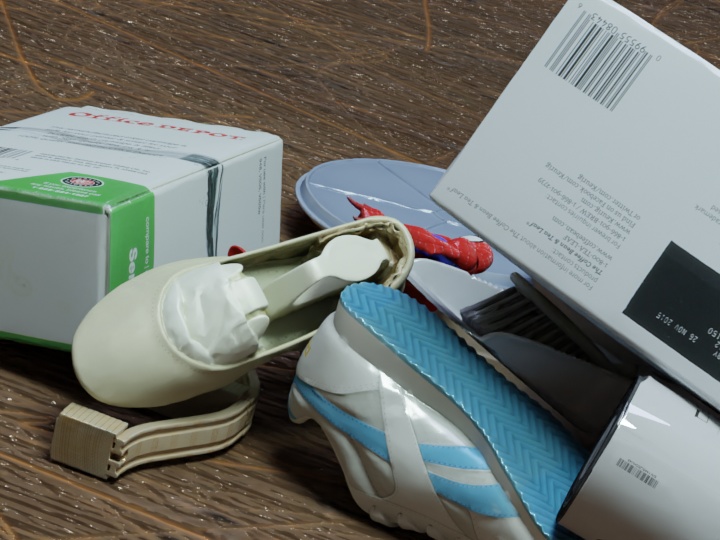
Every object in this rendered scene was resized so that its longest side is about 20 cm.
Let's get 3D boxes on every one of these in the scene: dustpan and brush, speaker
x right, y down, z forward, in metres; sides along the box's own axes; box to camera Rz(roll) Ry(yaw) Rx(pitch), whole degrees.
[{"bbox_3d":[0.121,0.051,1.536,0.200,0.057,0.140,40,2,-23],"label":"dustpan and brush"},{"bbox_3d":[0.194,0.131,1.362,0.199,0.081,0.081,30,20,2],"label":"speaker"}]

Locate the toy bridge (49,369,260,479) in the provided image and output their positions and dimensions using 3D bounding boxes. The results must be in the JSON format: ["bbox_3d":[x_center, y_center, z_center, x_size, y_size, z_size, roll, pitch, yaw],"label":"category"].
[{"bbox_3d":[-0.087,0.063,1.496,0.067,0.027,0.200,19,20,13],"label":"toy bridge"}]

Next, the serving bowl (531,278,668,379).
[{"bbox_3d":[0.185,0.033,1.678,0.199,0.066,0.200,17,-2,1],"label":"serving bowl"}]

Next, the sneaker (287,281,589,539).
[{"bbox_3d":[0.049,0.098,1.435,0.200,0.081,0.076,45,29,21],"label":"sneaker"}]

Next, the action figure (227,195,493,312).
[{"bbox_3d":[0.000,0.000,1.593,0.199,0.065,0.052,-5,54,-43],"label":"action figure"}]

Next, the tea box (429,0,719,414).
[{"bbox_3d":[0.174,-0.013,1.462,0.200,0.134,0.197,37,2,24],"label":"tea box"}]

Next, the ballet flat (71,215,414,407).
[{"bbox_3d":[-0.051,0.014,1.459,0.199,0.070,0.069,-19,36,-39],"label":"ballet flat"}]

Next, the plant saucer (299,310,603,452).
[{"bbox_3d":[0.061,0.067,1.591,0.199,0.030,0.200,13,20,-5],"label":"plant saucer"}]

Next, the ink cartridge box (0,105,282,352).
[{"bbox_3d":[-0.146,-0.026,1.580,0.146,0.084,0.200,9,16,24],"label":"ink cartridge box"}]

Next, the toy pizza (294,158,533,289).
[{"bbox_3d":[0.054,-0.019,1.820,0.199,0.032,0.200,14,18,-5],"label":"toy pizza"}]
